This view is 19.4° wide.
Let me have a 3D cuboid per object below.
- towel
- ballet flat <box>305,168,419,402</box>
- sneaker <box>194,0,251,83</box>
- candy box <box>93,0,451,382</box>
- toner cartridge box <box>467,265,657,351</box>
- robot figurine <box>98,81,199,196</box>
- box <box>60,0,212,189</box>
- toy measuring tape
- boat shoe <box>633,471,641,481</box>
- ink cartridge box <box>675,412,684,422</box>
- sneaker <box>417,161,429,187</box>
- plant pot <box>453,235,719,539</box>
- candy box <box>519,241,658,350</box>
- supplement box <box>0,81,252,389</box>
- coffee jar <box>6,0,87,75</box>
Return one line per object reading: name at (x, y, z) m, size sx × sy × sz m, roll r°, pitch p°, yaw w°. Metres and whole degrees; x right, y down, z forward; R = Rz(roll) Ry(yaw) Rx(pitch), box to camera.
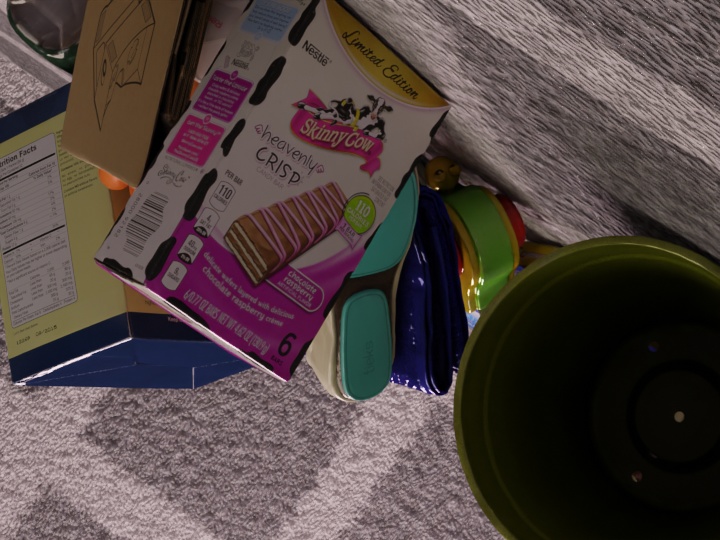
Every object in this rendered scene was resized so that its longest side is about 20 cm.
towel at (0.000, 0.000, 1.493) m, size 0.049 × 0.149 × 0.199 m, roll -15°, pitch -163°, yaw -35°
ballet flat at (-0.005, -0.005, 1.404) m, size 0.069 × 0.201 × 0.070 m, roll 6°, pitch -148°, yaw -4°
sneaker at (-0.049, -0.109, 1.329) m, size 0.078 × 0.100 × 0.200 m, roll 30°, pitch 174°, yaw 46°
candy box at (-0.049, -0.053, 1.249) m, size 0.061 × 0.201 × 0.136 m, roll 23°, pitch 170°, yaw 47°
toner cartridge box at (0.162, 0.058, 1.576) m, size 0.199 × 0.043 × 0.095 m, roll 32°, pitch 168°, yaw 9°
robot figurine at (-0.099, -0.091, 1.432) m, size 0.143 × 0.117 × 0.201 m, roll 14°, pitch 140°, yaw -1°
box at (-0.140, -0.141, 1.314) m, size 0.021 × 0.165 × 0.200 m, roll 11°, pitch -173°, yaw -25°
toy measuring tape at (0.095, 0.011, 1.466) m, size 0.074 × 0.073 × 0.201 m, roll 119°, pitch 127°, yaw -86°
boat shoe at (0.176, 0.157, 1.543) m, size 0.200 × 0.072 × 0.072 m, roll 44°, pitch 165°, yaw -18°
ink cartridge box at (0.201, 0.126, 1.522) m, size 0.161 × 0.050 × 0.199 m, roll 41°, pitch 165°, yaw -32°
sneaker at (0.031, 0.015, 1.559) m, size 0.085 × 0.076 × 0.201 m, roll -109°, pitch 5°, yaw -51°
plant pot at (0.180, 0.087, 1.291) m, size 0.200 × 0.201 × 0.193 m, roll 33°, pitch -173°, yaw 19°
candy box at (0.199, 0.043, 1.598) m, size 0.199 × 0.027 × 0.102 m, roll 36°, pitch 176°, yaw -16°
supplement box at (-0.164, -0.024, 1.594) m, size 0.134 × 0.202 × 0.199 m, roll -20°, pitch 164°, yaw 36°
coffee jar at (-0.187, -0.181, 1.613) m, size 0.085 × 0.104 × 0.200 m, roll 41°, pitch 178°, yaw 22°
